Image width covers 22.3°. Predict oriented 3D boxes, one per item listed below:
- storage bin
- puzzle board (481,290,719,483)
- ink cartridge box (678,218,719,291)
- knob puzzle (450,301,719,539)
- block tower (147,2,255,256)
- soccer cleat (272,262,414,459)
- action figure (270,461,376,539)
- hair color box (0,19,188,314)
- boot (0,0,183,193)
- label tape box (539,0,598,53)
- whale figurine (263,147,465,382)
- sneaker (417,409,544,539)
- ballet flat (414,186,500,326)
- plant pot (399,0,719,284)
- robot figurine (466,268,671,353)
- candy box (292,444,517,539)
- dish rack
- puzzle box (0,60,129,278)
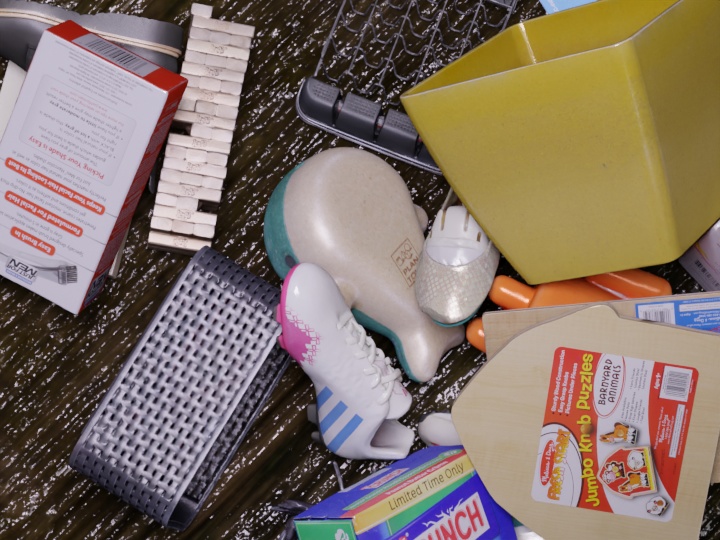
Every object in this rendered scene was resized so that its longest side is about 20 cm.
[{"bbox_3d":[-0.132,0.095,1.442,0.094,0.135,0.200,31,83,7],"label":"storage bin"},{"bbox_3d":[0.200,0.094,1.394,0.199,0.017,0.152,-6,105,9],"label":"puzzle board"},{"bbox_3d":[0.326,-0.004,1.428,0.068,0.200,0.115,-43,84,-6],"label":"ink cartridge box"},{"bbox_3d":[0.168,0.116,1.380,0.218,0.030,0.221,2,107,7],"label":"knob puzzle"},{"bbox_3d":[-0.131,-0.115,1.515,0.058,0.054,0.201,10,82,-6],"label":"block tower"},{"bbox_3d":[-0.005,0.070,1.393,0.086,0.200,0.070,9,50,23],"label":"soccer cleat"},{"bbox_3d":[-0.029,0.256,1.444,0.118,0.102,0.201,13,55,10],"label":"action figure"},{"bbox_3d":[-0.227,-0.081,1.442,0.111,0.064,0.201,27,108,3],"label":"hair color box"},{"bbox_3d":[-0.251,-0.143,1.489,0.199,0.077,0.139,7,88,4],"label":"boot"},{"bbox_3d":[0.263,-0.219,1.530,0.199,0.066,0.144,-31,83,0],"label":"label tape box"},{"bbox_3d":[0.000,0.000,1.486,0.200,0.104,0.159,54,45,-13],"label":"whale figurine"},{"bbox_3d":[0.118,0.193,1.464,0.199,0.070,0.094,34,77,2],"label":"sneaker"},{"bbox_3d":[0.082,-0.042,1.458,0.067,0.063,0.200,1,43,19],"label":"ballet flat"},{"bbox_3d":[0.182,-0.101,1.405,0.199,0.200,0.177,-9,107,37],"label":"plant pot"},{"bbox_3d":[0.182,0.074,1.460,0.199,0.117,0.144,26,53,3],"label":"robot figurine"},{"bbox_3d":[0.051,0.251,1.389,0.169,0.077,0.201,-22,97,-45],"label":"candy box"},{"bbox_3d":[0.047,-0.197,1.532,0.153,0.055,0.201,21,80,1],"label":"dish rack"},{"bbox_3d":[-0.244,-0.104,1.529,0.132,0.025,0.201,14,82,1],"label":"puzzle box"}]
